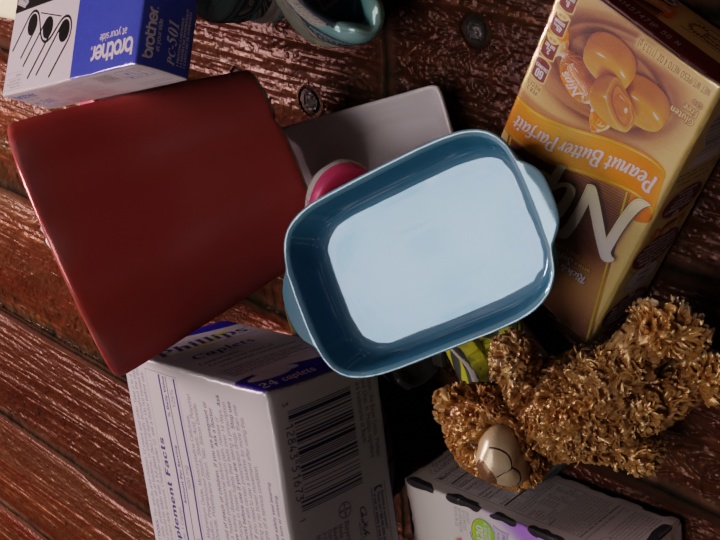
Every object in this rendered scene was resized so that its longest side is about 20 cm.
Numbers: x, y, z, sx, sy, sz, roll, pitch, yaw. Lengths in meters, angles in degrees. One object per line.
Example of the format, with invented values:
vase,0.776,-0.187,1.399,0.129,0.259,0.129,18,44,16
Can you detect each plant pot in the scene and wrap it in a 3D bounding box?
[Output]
plant pot,-0.134,-0.047,0.926,0.200,0.176,0.201,157,90,-82

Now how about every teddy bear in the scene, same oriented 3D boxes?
teddy bear,0.138,0.084,0.787,0.199,0.067,0.145,-14,139,15

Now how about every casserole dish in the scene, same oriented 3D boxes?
casserole dish,0.040,-0.009,0.798,0.199,0.039,0.122,-24,84,30

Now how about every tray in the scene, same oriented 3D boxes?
tray,0.010,-0.070,0.944,0.199,0.022,0.108,-7,105,50

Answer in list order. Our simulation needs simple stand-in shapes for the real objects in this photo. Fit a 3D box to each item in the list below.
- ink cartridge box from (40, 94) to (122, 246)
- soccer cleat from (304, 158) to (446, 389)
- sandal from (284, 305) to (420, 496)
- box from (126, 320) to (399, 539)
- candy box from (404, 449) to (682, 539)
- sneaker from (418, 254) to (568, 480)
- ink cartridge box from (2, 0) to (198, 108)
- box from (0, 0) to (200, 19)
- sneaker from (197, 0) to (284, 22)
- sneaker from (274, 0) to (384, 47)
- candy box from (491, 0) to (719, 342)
ink cartridge box,-0.197,-0.056,1.135,0.145,0.083,0.200,51,140,16
soccer cleat,0.000,0.000,0.921,0.086,0.070,0.201,47,163,55
sandal,-0.008,0.092,1.023,0.057,0.079,0.202,-5,102,70
box,-0.076,0.146,0.971,0.199,0.105,0.185,9,112,49
candy box,0.133,0.236,0.931,0.199,0.071,0.169,14,121,44
sneaker,0.097,0.057,0.889,0.085,0.074,0.201,-106,-8,-66
ink cartridge box,-0.187,-0.174,0.906,0.199,0.044,0.095,-1,81,49
box,-0.228,-0.293,1.032,0.199,0.096,0.177,19,123,43
sneaker,-0.088,-0.267,0.884,0.077,0.086,0.201,19,122,43
sneaker,-0.050,-0.226,0.827,0.200,0.078,0.086,43,178,-28
candy box,0.145,-0.068,0.766,0.115,0.055,0.201,44,136,26
